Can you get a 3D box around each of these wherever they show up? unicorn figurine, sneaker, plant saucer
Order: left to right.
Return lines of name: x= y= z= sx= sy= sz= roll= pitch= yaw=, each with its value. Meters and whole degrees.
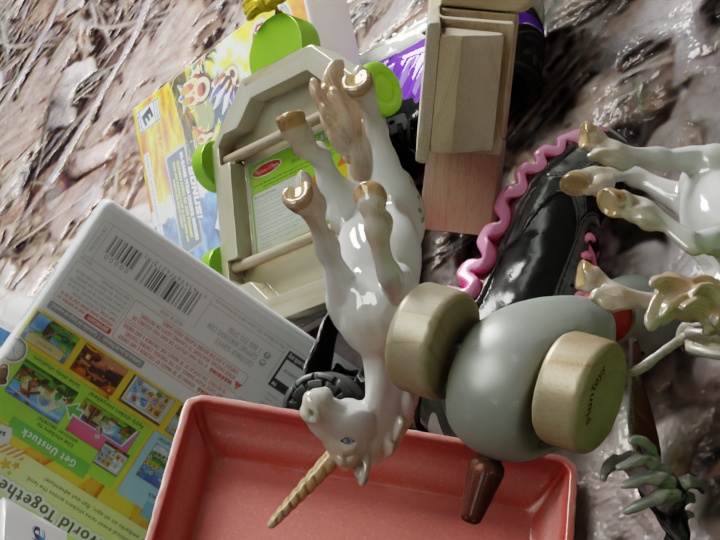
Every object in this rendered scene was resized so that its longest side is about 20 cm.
sneaker: x=-0.007 y=0.119 z=0.895 sx=0.060 sy=0.104 sz=0.201 roll=-3 pitch=88 yaw=12
plant saucer: x=-0.005 y=0.158 z=0.773 sx=0.200 sy=0.199 sz=0.037 roll=-78 pitch=-2 yaw=-45
unicorn figurine: x=0.000 y=0.000 z=0.777 sx=0.074 sy=0.138 sz=0.200 roll=0 pitch=44 yaw=23
sneaker: x=0.033 y=-0.096 z=1.043 sx=0.200 sy=0.070 sz=0.100 roll=-34 pitch=40 yaw=27
sneaker: x=0.097 y=0.017 z=0.876 sx=0.095 sy=0.079 sz=0.200 roll=31 pitch=80 yaw=30
unicorn figurine: x=0.167 y=-0.033 z=0.775 sx=0.074 sy=0.137 sz=0.200 roll=109 pitch=169 yaw=-53

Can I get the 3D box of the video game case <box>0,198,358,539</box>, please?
video game case: x=-0.111 y=0.090 z=0.931 sx=0.182 sy=0.200 sz=0.023 roll=-57 pitch=16 yaw=-7

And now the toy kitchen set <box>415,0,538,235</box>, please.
toy kitchen set: x=0.122 y=-0.110 z=0.898 sx=0.163 sy=0.180 sz=0.201 roll=-76 pitch=-9 yaw=-75

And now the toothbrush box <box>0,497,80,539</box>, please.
toothbrush box: x=-0.155 y=0.226 z=0.852 sx=0.146 sy=0.200 sz=0.086 roll=-38 pitch=35 yaw=20

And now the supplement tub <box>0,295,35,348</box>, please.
supplement tub: x=-0.176 y=0.129 z=0.999 sx=0.145 sy=0.144 sz=0.201 roll=14 pitch=83 yaw=54

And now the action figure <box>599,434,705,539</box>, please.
action figure: x=0.151 y=0.113 z=0.678 sx=0.200 sy=0.102 sz=0.119 roll=-51 pitch=45 yaw=-1

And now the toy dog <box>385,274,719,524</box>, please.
toy dog: x=0.092 y=0.058 z=0.758 sx=0.132 sy=0.200 sz=0.097 roll=28 pitch=110 yaw=48

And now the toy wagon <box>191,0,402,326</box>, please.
toy wagon: x=-0.036 y=-0.072 z=0.979 sx=0.155 sy=0.040 sz=0.201 roll=-20 pitch=68 yaw=41

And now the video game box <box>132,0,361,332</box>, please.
video game box: x=-0.063 y=-0.053 z=1.063 sx=0.182 sy=0.047 sz=0.201 roll=-29 pitch=64 yaw=36
